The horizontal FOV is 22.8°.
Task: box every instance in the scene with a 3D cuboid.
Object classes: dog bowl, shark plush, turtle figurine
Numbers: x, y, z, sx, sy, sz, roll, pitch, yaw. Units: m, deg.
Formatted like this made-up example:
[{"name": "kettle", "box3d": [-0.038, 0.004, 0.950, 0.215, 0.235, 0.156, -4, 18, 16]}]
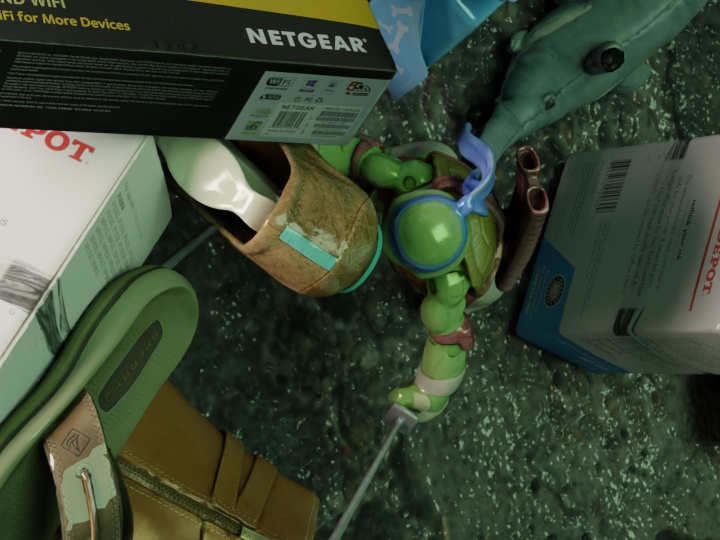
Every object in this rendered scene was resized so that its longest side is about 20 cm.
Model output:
[{"name": "dog bowl", "box3d": [0.067, -0.161, 0.907, 0.050, 0.200, 0.111, 48, 51, -4]}, {"name": "shark plush", "box3d": [0.120, -0.125, 1.004, 0.200, 0.083, 0.091, -29, 104, -33]}, {"name": "turtle figurine", "box3d": [0.000, 0.000, 0.877, 0.144, 0.194, 0.200, 34, 101, 7]}]

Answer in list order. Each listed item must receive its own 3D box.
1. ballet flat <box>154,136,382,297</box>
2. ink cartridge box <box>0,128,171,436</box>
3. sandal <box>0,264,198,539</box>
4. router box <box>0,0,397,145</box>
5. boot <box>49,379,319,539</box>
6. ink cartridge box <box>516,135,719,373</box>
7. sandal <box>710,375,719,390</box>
[{"name": "ballet flat", "box3d": [-0.067, -0.054, 0.785, 0.072, 0.200, 0.068, 24, 105, -43]}, {"name": "ink cartridge box", "box3d": [-0.190, 0.009, 0.736, 0.147, 0.083, 0.200, 25, 68, 14]}, {"name": "sandal", "box3d": [-0.112, 0.085, 0.714, 0.201, 0.057, 0.080, -60, 161, -24]}, {"name": "router box", "box3d": [-0.101, -0.130, 0.731, 0.200, 0.052, 0.157, 0, 54, -33]}, {"name": "boot", "box3d": [-0.088, 0.077, 0.818, 0.155, 0.074, 0.200, 21, 63, -14]}, {"name": "ink cartridge box", "box3d": [0.187, -0.007, 0.966, 0.068, 0.200, 0.116, 27, 73, -31]}, {"name": "sandal", "box3d": [0.241, 0.020, 1.117, 0.076, 0.043, 0.200, 13, 71, -41]}]
